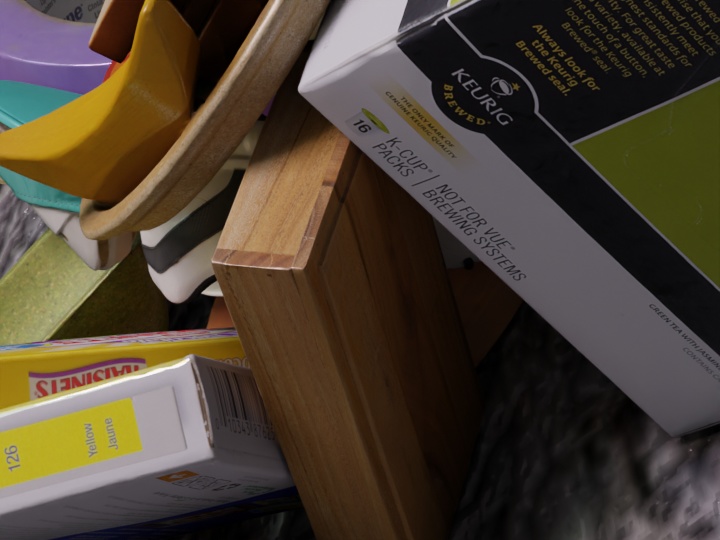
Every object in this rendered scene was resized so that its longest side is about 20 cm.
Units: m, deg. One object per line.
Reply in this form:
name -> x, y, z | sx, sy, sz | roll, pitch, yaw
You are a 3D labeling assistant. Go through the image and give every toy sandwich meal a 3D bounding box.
toy sandwich meal -> -0.060, -0.103, 0.887 | 0.205, 0.070, 0.205 | -53, 17, 23

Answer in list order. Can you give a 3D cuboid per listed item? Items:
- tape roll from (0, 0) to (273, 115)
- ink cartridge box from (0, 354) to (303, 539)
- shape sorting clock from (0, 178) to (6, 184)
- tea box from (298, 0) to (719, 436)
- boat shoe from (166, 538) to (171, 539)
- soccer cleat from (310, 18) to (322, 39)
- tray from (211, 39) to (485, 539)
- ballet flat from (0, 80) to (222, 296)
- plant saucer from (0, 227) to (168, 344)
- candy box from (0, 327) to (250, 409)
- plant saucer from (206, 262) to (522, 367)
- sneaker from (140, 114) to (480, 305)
tape roll -> -0.089, -0.118, 1.217 | 0.199, 0.085, 0.200 | -9, 37, 7
ink cartridge box -> -0.110, 0.080, 0.950 | 0.199, 0.198, 0.047 | -13, 80, 16
shape sorting clock -> -0.105, -0.092, 1.320 | 0.199, 0.039, 0.200 | -19, 20, 7
tea box -> 0.125, -0.075, 0.831 | 0.196, 0.200, 0.134 | -22, 37, 41
boat shoe -> -0.131, 0.128, 1.104 | 0.072, 0.068, 0.200 | -29, 33, 35
soccer cleat -> -0.003, -0.130, 0.981 | 0.200, 0.069, 0.078 | -36, 64, 47
tray -> 0.002, 0.025, 0.906 | 0.037, 0.200, 0.099 | 5, 52, 18
ballet flat -> -0.089, -0.028, 1.089 | 0.199, 0.071, 0.067 | 15, 22, 25
plant saucer -> -0.159, 0.046, 1.245 | 0.200, 0.048, 0.200 | -46, 15, 7
candy box -> -0.097, 0.038, 0.978 | 0.102, 0.199, 0.027 | 1, 94, 54
plant saucer -> 0.000, 0.000, 1.106 | 0.200, 0.037, 0.200 | -37, 29, 24
sneaker -> 0.010, -0.018, 1.001 | 0.074, 0.199, 0.080 | 2, -88, -89
